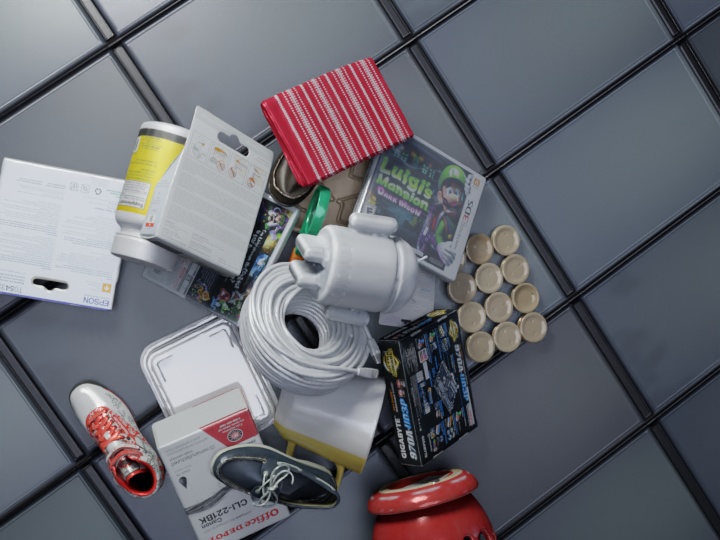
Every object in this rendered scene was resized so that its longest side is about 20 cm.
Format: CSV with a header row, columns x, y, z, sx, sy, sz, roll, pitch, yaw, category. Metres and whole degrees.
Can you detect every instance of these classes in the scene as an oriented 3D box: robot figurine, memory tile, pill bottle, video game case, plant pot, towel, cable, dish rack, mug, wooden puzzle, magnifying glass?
x,y,z,sx,sy,sz,roll,pitch,yaw,category
0.000,0.000,1.367,0.198,0.113,0.171,8,114,-21,robot figurine
0.215,0.037,1.552,0.152,0.017,0.202,-19,93,-15,memory tile
-0.297,-0.108,1.414,0.113,0.114,0.202,16,83,-9,pill bottle
0.092,-0.105,1.477,0.199,0.023,0.183,27,72,-25,video game case
0.108,0.411,1.463,0.198,0.200,0.184,-13,84,-8,plant pot
-0.213,-0.041,1.461,0.181,0.023,0.201,26,87,11,video game case
-0.034,-0.220,1.406,0.199,0.022,0.146,-27,85,-22,towel
-0.081,0.085,1.399,0.198,0.069,0.202,0,60,-34,cable
-0.231,0.180,1.479,0.170,0.044,0.202,-26,96,-9,dish rack
-0.056,0.234,1.458,0.152,0.150,0.188,16,74,-1,mug
-0.032,-0.142,1.507,0.183,0.046,0.202,16,84,-9,wooden puzzle
-0.084,-0.044,1.442,0.022,0.080,0.201,17,130,-14,magnifying glass

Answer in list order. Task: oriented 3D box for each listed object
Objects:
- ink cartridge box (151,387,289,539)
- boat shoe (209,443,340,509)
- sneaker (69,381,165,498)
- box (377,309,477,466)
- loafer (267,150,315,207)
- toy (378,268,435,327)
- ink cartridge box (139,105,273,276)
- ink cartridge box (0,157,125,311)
x,y,z,sx,sy,sz,roll,pitch,yaw,category
-0.208,0.302,1.433,0.143,0.084,0.202,-22,113,-10,ink cartridge box
-0.121,0.307,1.385,0.199,0.062,0.075,24,98,-26,boat shoe
-0.364,0.253,1.426,0.067,0.108,0.202,-37,96,-6,sneaker
0.107,0.178,1.473,0.158,0.046,0.202,-23,106,-47,box
-0.073,-0.188,1.438,0.073,0.071,0.201,32,77,-5,loafer
0.068,-0.011,1.512,0.114,0.047,0.202,10,85,-39,toy
-0.220,-0.112,1.387,0.162,0.050,0.202,28,69,-43,ink cartridge box
-0.454,-0.053,1.440,0.194,0.043,0.202,10,90,-11,ink cartridge box
